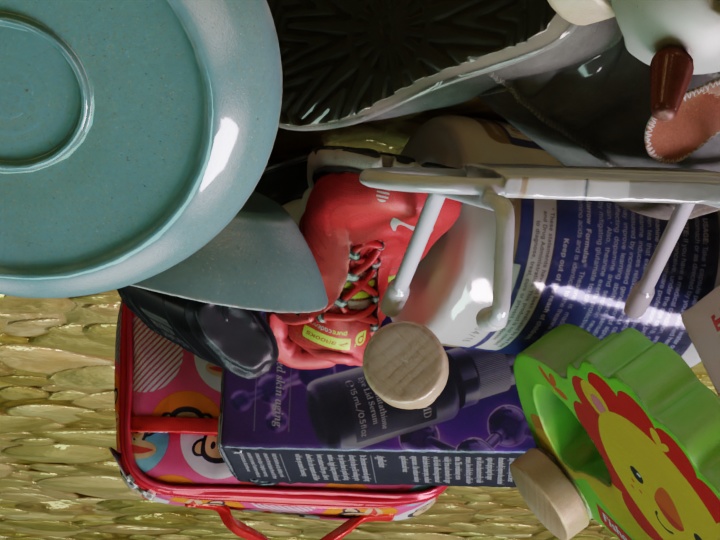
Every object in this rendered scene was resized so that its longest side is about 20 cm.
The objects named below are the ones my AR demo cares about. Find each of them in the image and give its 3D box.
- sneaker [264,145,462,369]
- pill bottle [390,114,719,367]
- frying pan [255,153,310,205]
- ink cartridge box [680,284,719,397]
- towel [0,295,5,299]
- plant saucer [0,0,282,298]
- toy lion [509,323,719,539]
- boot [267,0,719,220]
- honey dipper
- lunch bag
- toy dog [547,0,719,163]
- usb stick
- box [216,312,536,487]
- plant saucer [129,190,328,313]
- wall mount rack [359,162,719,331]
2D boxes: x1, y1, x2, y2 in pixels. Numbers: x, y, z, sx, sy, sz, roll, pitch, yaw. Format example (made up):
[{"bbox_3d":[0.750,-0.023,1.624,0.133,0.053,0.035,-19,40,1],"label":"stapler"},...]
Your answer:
[{"bbox_3d":[0.000,0.000,1.249,0.077,0.085,0.200,11,162,-10],"label":"sneaker"},{"bbox_3d":[0.118,-0.009,1.329,0.200,0.111,0.111,8,165,-23],"label":"pill bottle"},{"bbox_3d":[-0.099,-0.020,1.373,0.190,0.031,0.115,-22,178,26],"label":"frying pan"},{"bbox_3d":[0.258,0.041,1.252,0.200,0.129,0.125,-40,146,27],"label":"ink cartridge box"},{"bbox_3d":[-0.227,-0.042,1.133,0.086,0.018,0.200,33,-179,36],"label":"towel"},{"bbox_3d":[-0.130,-0.070,1.003,0.200,0.200,0.027,-1,-150,9],"label":"plant saucer"},{"bbox_3d":[0.134,0.092,1.219,0.069,0.200,0.192,-34,139,-12],"label":"toy lion"},{"bbox_3d":[0.069,-0.073,1.157,0.182,0.073,0.200,-6,166,32],"label":"boot"},{"bbox_3d":[0.025,0.048,1.289,0.038,0.038,0.200,1,176,3],"label":"honey dipper"},{"bbox_3d":[-0.042,0.075,1.551,0.200,0.176,0.082,3,167,-6],"label":"lunch bag"},{"bbox_3d":[0.151,-0.080,1.039,0.200,0.096,0.132,17,158,-31],"label":"toy dog"},{"bbox_3d":[-0.084,0.021,1.359,0.055,0.033,0.200,47,172,-14],"label":"usb stick"},{"bbox_3d":[0.028,0.036,1.449,0.200,0.148,0.104,0,166,3],"label":"box"},{"bbox_3d":[-0.105,-0.029,1.170,0.200,0.036,0.200,17,-172,-2],"label":"plant saucer"},{"bbox_3d":[0.089,-0.008,1.140,0.200,0.075,0.174,2,-175,-13],"label":"wall mount rack"}]
